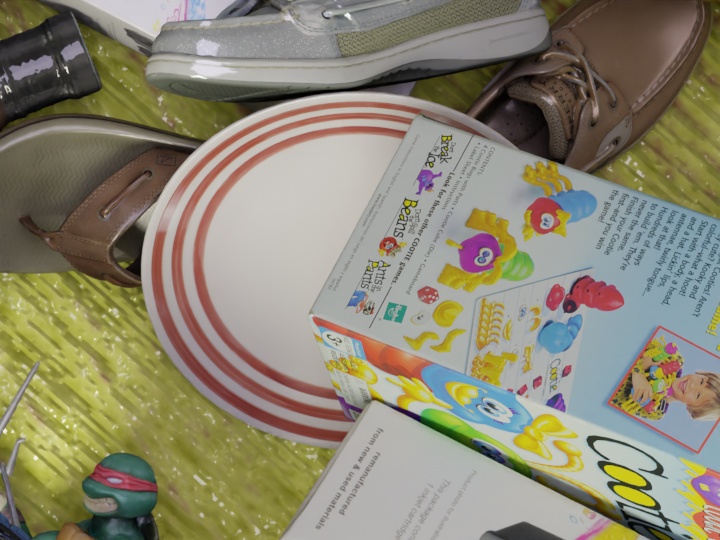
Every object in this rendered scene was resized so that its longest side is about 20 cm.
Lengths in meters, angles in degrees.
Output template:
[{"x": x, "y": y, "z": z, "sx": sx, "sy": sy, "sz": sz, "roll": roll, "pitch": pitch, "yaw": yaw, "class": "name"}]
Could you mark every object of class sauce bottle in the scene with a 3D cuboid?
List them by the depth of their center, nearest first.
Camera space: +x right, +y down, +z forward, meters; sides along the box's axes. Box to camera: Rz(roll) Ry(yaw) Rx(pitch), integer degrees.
[{"x": -0.221, "y": -0.069, "z": 1.066, "sx": 0.200, "sy": 0.065, "sz": 0.065, "roll": -23, "pitch": 86, "yaw": -5, "class": "sauce bottle"}]

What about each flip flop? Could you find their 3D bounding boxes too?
[{"x": -0.096, "y": -0.022, "z": 1.060, "sx": 0.199, "sy": 0.058, "sz": 0.081, "roll": 6, "pitch": 116, "yaw": -6, "class": "flip flop"}]

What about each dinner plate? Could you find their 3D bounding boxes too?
[{"x": 0.000, "y": 0.000, "z": 1.042, "sx": 0.199, "sy": 0.024, "sz": 0.201, "roll": 1, "pitch": 124, "yaw": 2, "class": "dinner plate"}]

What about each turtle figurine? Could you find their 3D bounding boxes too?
[{"x": -0.138, "y": 0.150, "z": 1.021, "sx": 0.100, "sy": 0.150, "sz": 0.201, "roll": 15, "pitch": 92, "yaw": -21, "class": "turtle figurine"}]

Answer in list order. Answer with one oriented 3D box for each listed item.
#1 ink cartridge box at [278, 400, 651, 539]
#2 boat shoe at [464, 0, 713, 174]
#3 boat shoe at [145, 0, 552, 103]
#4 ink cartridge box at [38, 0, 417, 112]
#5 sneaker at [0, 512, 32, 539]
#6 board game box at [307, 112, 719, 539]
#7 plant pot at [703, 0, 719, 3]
[{"x": 0.067, "y": 0.160, "z": 0.946, "sx": 0.200, "sy": 0.148, "sz": 0.086, "roll": 25, "pitch": 58, "yaw": 12, "class": "ink cartridge box"}, {"x": 0.095, "y": -0.074, "z": 1.082, "sx": 0.200, "sy": 0.065, "sz": 0.071, "roll": -45, "pitch": 88, "yaw": -6, "class": "boat shoe"}, {"x": -0.005, "y": -0.113, "z": 1.012, "sx": 0.201, "sy": 0.074, "sz": 0.065, "roll": -11, "pitch": 93, "yaw": -27, "class": "boat shoe"}, {"x": -0.056, "y": -0.146, "z": 1.080, "sx": 0.200, "sy": 0.068, "sz": 0.115, "roll": 27, "pitch": 84, "yaw": -1, "class": "ink cartridge box"}, {"x": -0.132, "y": 0.148, "z": 0.897, "sx": 0.200, "sy": 0.078, "sz": 0.075, "roll": 27, "pitch": 97, "yaw": -28, "class": "sneaker"}, {"x": 0.096, "y": 0.033, "z": 0.921, "sx": 0.200, "sy": 0.103, "sz": 0.105, "roll": 21, "pitch": 67, "yaw": 20, "class": "board game box"}, {"x": 0.142, "y": -0.205, "z": 1.025, "sx": 0.142, "sy": 0.200, "sz": 0.201, "roll": -12, "pitch": 85, "yaw": -8, "class": "plant pot"}]
